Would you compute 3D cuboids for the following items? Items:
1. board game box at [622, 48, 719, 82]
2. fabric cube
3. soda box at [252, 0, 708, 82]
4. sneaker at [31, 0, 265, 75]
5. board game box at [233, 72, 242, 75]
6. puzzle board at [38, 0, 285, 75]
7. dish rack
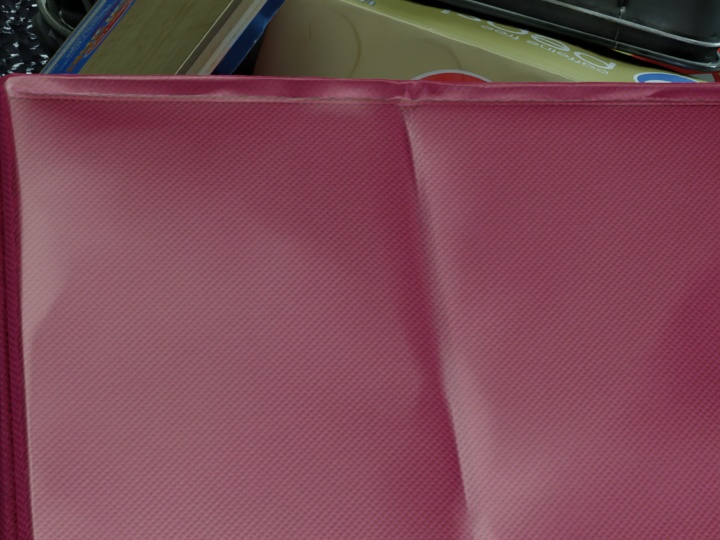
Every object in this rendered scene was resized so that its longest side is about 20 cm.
[{"bbox_3d":[0.104,-0.083,1.054,0.200,0.046,0.152,-5,27,-25],"label":"board game box"},{"bbox_3d":[0.006,0.090,0.706,0.200,0.196,0.200,-1,55,-11],"label":"fabric cube"},{"bbox_3d":[0.066,-0.030,0.908,0.200,0.068,0.064,20,16,9],"label":"soda box"},{"bbox_3d":[-0.074,-0.092,1.068,0.082,0.077,0.200,-20,-4,-9],"label":"sneaker"},{"bbox_3d":[0.000,0.000,0.969,0.200,0.062,0.200,14,18,-12],"label":"board game box"},{"bbox_3d":[-0.098,-0.019,0.886,0.200,0.017,0.151,-53,18,-16],"label":"puzzle board"},{"bbox_3d":[0.043,-0.135,0.991,0.153,0.055,0.200,16,20,-9],"label":"dish rack"}]
